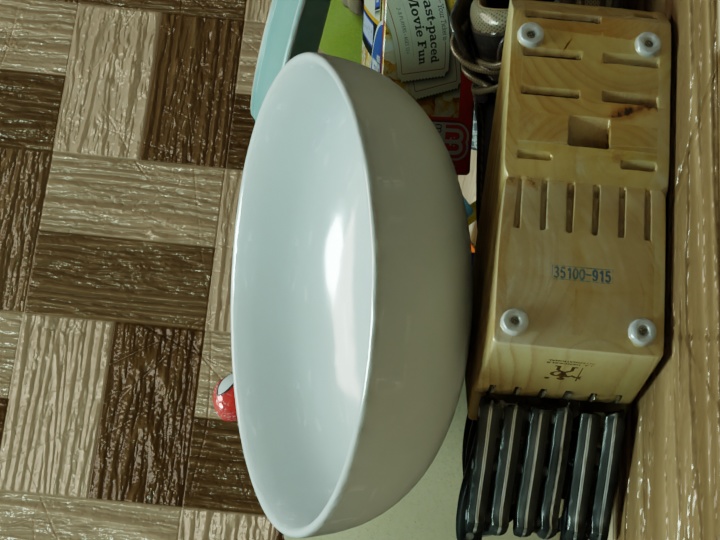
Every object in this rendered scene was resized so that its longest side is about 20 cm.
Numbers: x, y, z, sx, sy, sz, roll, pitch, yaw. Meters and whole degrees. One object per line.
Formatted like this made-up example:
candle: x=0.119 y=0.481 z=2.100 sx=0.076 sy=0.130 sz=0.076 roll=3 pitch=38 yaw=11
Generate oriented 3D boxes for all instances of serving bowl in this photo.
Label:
serving bowl: x=0.000 y=0.011 z=0.695 sx=0.200 sy=0.065 sz=0.202 roll=-178 pitch=90 yaw=-70

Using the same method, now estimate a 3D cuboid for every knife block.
knife block: x=0.076 y=0.014 z=0.679 sx=0.176 sy=0.064 sz=0.201 roll=100 pitch=175 yaw=-69

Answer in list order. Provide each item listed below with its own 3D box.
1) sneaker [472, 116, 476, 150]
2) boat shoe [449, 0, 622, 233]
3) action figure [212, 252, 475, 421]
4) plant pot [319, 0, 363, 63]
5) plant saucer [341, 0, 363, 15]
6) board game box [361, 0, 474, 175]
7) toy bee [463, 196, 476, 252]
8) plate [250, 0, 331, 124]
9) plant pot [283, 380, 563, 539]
sneaker: x=0.089 y=-0.166 z=0.955 sx=0.076 sy=0.080 sz=0.201 roll=12 pitch=-77 yaw=-59
boat shoe: x=0.069 y=-0.099 z=0.708 sx=0.074 sy=0.073 sz=0.201 roll=8 pitch=94 yaw=47
action figure: x=0.000 y=0.000 z=0.809 sx=0.099 sy=0.199 sz=0.065 roll=62 pitch=-164 yaw=21
plant pot: x=0.050 y=-0.255 z=1.189 sx=0.200 sy=0.186 sz=0.189 roll=159 pitch=118 yaw=-69
plant saucer: x=0.007 y=-0.256 z=0.994 sx=0.200 sy=0.029 sz=0.201 roll=12 pitch=-90 yaw=-87
board game box: x=0.028 y=-0.158 z=0.796 sx=0.152 sy=0.046 sz=0.201 roll=-104 pitch=16 yaw=-76
toy bee: x=0.047 y=-0.040 z=1.100 sx=0.109 sy=0.130 sz=0.201 roll=40 pitch=-145 yaw=-68
plate: x=-0.042 y=-0.163 z=1.078 sx=0.200 sy=0.025 sz=0.201 roll=17 pitch=-90 yaw=-90
plant pot: x=0.029 y=0.103 z=0.881 sx=0.200 sy=0.133 sz=0.202 roll=-174 pitch=90 yaw=-88
